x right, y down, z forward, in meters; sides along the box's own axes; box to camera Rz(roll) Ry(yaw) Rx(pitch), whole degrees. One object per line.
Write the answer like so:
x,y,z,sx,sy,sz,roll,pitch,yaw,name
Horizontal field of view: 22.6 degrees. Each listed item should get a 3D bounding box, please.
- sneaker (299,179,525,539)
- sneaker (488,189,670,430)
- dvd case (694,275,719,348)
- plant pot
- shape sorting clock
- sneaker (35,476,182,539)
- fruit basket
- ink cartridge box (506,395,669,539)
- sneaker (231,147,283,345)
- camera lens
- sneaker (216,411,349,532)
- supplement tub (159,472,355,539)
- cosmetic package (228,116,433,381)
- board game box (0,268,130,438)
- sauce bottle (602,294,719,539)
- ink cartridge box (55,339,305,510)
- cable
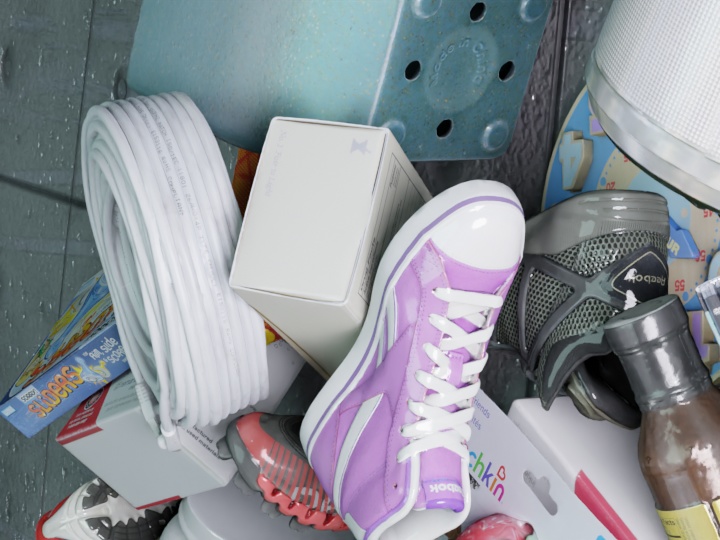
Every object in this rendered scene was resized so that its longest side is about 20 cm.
0.044,0.060,0.921,0.202,0.072,0.115,-65,34,29,sneaker
0.098,0.036,0.978,0.199,0.076,0.115,-25,63,57,sneaker
0.212,0.113,0.825,0.022,0.146,0.201,-24,62,11,dvd case
0.004,-0.160,1.092,0.200,0.194,0.198,40,123,44,plant pot
0.159,-0.028,0.980,0.199,0.039,0.202,2,93,57,shape sorting clock
-0.162,0.183,1.342,0.085,0.199,0.078,-26,70,31,sneaker
0.053,0.184,0.950,0.185,0.093,0.201,48,127,46,fruit basket
0.118,0.190,1.008,0.148,0.085,0.201,51,130,44,ink cartridge box
-0.064,-0.041,1.178,0.073,0.077,0.201,60,-167,-46,sneaker
0.200,-0.128,0.801,0.160,0.159,0.201,52,132,43,camera lens
0.012,0.119,1.092,0.098,0.199,0.071,-52,28,25,sneaker
-0.083,0.250,1.270,0.145,0.144,0.202,44,127,48,supplement tub
0.000,0.000,1.040,0.072,0.200,0.104,8,72,20,cosmetic package
-0.169,0.030,1.269,0.200,0.034,0.136,-33,21,46,board game box
0.176,0.110,0.878,0.065,0.064,0.202,-15,98,56,sauce bottle
-0.102,0.055,1.251,0.144,0.084,0.201,-23,28,55,ink cartridge box
-0.109,-0.007,1.067,0.200,0.069,0.202,121,132,-70,cable
